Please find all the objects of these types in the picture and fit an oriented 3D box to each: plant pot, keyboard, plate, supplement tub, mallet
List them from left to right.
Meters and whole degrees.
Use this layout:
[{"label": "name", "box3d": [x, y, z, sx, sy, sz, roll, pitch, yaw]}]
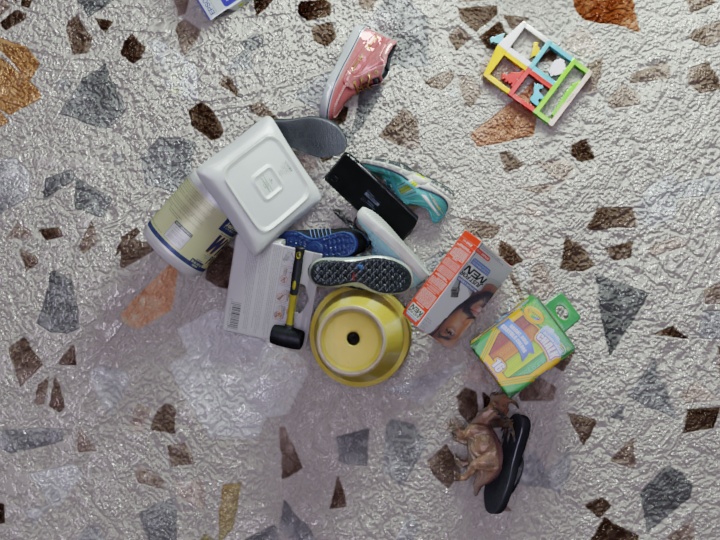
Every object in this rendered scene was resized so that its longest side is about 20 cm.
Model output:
[{"label": "supplement tub", "box3d": [-0.309, -0.104, 1.750, 0.145, 0.145, 0.200, 43, 95, 5]}, {"label": "plate", "box3d": [-0.181, -0.164, 1.700, 0.200, 0.032, 0.200, -43, 109, -29]}, {"label": "mallet", "box3d": [-0.139, 0.052, 1.724, 0.065, 0.041, 0.201, 4, 100, 10]}, {"label": "plant pot", "box3d": [-0.005, 0.125, 1.695, 0.199, 0.189, 0.202, 0, 90, 6]}, {"label": "keyboard", "box3d": [0.009, -0.124, 1.757, 0.200, 0.021, 0.127, 43, 114, 0]}]

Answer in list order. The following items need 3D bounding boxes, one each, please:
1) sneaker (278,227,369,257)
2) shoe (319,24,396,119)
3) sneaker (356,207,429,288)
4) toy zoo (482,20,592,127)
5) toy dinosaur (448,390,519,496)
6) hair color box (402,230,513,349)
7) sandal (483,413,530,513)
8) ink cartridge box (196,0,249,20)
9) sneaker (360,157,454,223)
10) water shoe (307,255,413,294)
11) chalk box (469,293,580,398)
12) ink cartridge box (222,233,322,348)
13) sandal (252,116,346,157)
[{"label": "sneaker", "box3d": [-0.078, -0.048, 1.768, 0.199, 0.078, 0.071, 1, 94, 28]}, {"label": "shoe", "box3d": [-0.004, -0.374, 1.751, 0.091, 0.071, 0.201, 24, 88, 11]}, {"label": "sneaker", "box3d": [0.046, -0.031, 1.717, 0.082, 0.074, 0.200, -40, 113, 9]}, {"label": "toy zoo", "box3d": [0.331, -0.389, 1.739, 0.200, 0.020, 0.131, 37, 94, 5]}, {"label": "toy dinosaur", "box3d": [0.242, 0.338, 1.716, 0.135, 0.086, 0.201, -5, 89, 8]}, {"label": "hair color box", "box3d": [0.186, 0.038, 1.709, 0.111, 0.064, 0.200, 34, 96, -37]}, {"label": "sandal", "box3d": [0.292, 0.377, 1.724, 0.043, 0.076, 0.201, 18, 93, -21]}, {"label": "ink cartridge box", "box3d": [-0.266, -0.632, 1.797, 0.199, 0.047, 0.198, -32, 88, 7]}, {"label": "sneaker", "box3d": [0.084, -0.161, 1.744, 0.199, 0.078, 0.080, 29, 102, 6]}, {"label": "water shoe", "box3d": [0.000, 0.000, 1.691, 0.199, 0.079, 0.072, 7, 97, -9]}, {"label": "chalk box", "box3d": [0.320, 0.127, 1.690, 0.200, 0.124, 0.125, -39, 86, 5]}, {"label": "ink cartridge box", "box3d": [-0.171, 0.038, 1.763, 0.175, 0.045, 0.201, 13, 105, 5]}, {"label": "sandal", "box3d": [-0.118, -0.271, 1.769, 0.199, 0.043, 0.077, 10, 112, 16]}]
